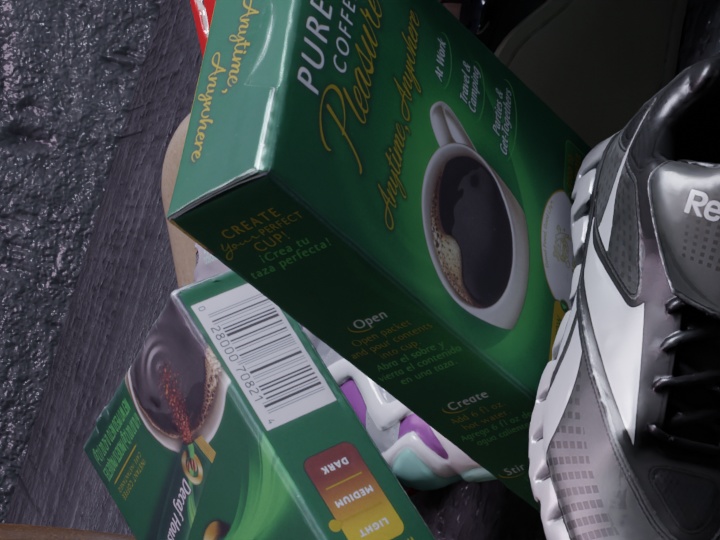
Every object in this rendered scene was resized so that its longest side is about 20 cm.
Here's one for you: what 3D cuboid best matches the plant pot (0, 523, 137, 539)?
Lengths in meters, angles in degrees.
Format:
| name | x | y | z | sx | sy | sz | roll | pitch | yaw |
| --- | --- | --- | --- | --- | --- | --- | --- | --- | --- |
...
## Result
| name | x | y | z | sx | sy | sz | roll | pitch | yaw |
| --- | --- | --- | --- | --- | --- | --- | --- | --- | --- |
| plant pot | -0.096 | 0.187 | 0.870 | 0.186 | 0.199 | 0.189 | 6 | 98 | 51 |

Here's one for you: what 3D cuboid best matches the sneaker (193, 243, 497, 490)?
| name | x | y | z | sx | sy | sz | roll | pitch | yaw |
| --- | --- | --- | --- | --- | --- | --- | --- | --- | --- |
| sneaker | 0.000 | 0.000 | 0.789 | 0.199 | 0.077 | 0.141 | 7 | 111 | 41 |

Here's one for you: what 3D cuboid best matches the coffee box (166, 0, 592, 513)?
| name | x | y | z | sx | sy | sz | roll | pitch | yaw |
| --- | --- | --- | --- | --- | --- | --- | --- | --- | --- |
| coffee box | 0.027 | -0.017 | 0.672 | 0.044 | 0.200 | 0.124 | -22 | 45 | 35 |

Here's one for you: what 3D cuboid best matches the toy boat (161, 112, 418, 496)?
| name | x | y | z | sx | sy | sz | roll | pitch | yaw |
| --- | --- | --- | --- | --- | --- | --- | --- | --- | --- |
| toy boat | -0.003 | 0.007 | 0.949 | 0.130 | 0.130 | 0.202 | -17 | 81 | 43 |

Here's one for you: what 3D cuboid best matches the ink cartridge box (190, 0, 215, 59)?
| name | x | y | z | sx | sy | sz | roll | pitch | yaw |
| --- | --- | --- | --- | --- | --- | --- | --- | --- | --- |
| ink cartridge box | -0.016 | -0.144 | 0.752 | 0.200 | 0.067 | 0.117 | 124 | 135 | -65 |

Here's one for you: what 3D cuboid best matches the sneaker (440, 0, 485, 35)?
| name | x | y | z | sx | sy | sz | roll | pitch | yaw |
| --- | --- | --- | --- | --- | --- | --- | --- | --- | --- |
| sneaker | 0.062 | -0.093 | 0.886 | 0.085 | 0.074 | 0.201 | 115 | 166 | -46 |

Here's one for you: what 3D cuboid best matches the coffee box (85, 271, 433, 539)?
| name | x | y | z | sx | sy | sz | roll | pitch | yaw |
| --- | --- | --- | --- | --- | --- | --- | --- | --- | --- |
| coffee box | -0.022 | 0.112 | 0.761 | 0.201 | 0.044 | 0.123 | 57 | 143 | 17 |

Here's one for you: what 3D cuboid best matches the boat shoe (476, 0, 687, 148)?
| name | x | y | z | sx | sy | sz | roll | pitch | yaw |
| --- | --- | --- | --- | --- | --- | --- | --- | --- | --- |
| boat shoe | 0.079 | -0.095 | 0.801 | 0.066 | 0.074 | 0.201 | 0 | 70 | 67 |

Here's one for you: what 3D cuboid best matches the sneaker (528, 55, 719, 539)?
| name | x | y | z | sx | sy | sz | roll | pitch | yaw |
| --- | --- | --- | --- | --- | --- | --- | --- | --- | --- |
| sneaker | 0.097 | 0.014 | 0.622 | 0.091 | 0.066 | 0.201 | 120 | 164 | -51 |
